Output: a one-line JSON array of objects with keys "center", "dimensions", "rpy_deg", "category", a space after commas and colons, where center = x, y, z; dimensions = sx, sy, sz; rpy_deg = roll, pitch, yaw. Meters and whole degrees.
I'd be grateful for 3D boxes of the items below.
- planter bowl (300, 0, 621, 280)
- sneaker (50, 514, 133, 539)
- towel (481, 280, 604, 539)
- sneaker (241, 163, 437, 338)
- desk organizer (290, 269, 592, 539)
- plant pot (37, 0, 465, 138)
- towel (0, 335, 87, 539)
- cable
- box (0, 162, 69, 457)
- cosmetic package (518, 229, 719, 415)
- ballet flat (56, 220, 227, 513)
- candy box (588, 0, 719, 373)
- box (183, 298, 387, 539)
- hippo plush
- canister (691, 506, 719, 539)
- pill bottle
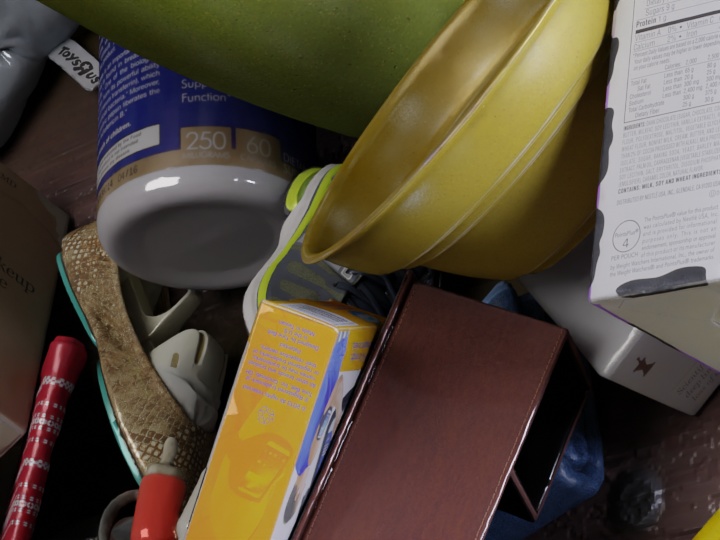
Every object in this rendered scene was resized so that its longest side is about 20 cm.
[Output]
[{"center": [0.068, -0.058, 1.125], "dimensions": [0.201, 0.083, 0.200], "rpy_deg": [-49, 10, 11], "category": "planter bowl"}, {"center": [-0.125, 0.155, 1.361], "dimensions": [0.200, 0.082, 0.077], "rpy_deg": [6, 77, 56], "category": "sneaker"}, {"center": [0.024, 0.096, 1.261], "dimensions": [0.200, 0.048, 0.112], "rpy_deg": [-33, 51, 32], "category": "towel"}, {"center": [0.000, 0.000, 1.279], "dimensions": [0.081, 0.074, 0.200], "rpy_deg": [-28, 29, 26], "category": "sneaker"}, {"center": [0.023, 0.111, 1.134], "dimensions": [0.077, 0.072, 0.201], "rpy_deg": [17, 72, 21], "category": "desk organizer"}, {"center": [-0.035, -0.154, 1.304], "dimensions": [0.187, 0.200, 0.188], "rpy_deg": [-39, 29, 27], "category": "plant pot"}, {"center": [-0.179, 0.141, 1.425], "dimensions": [0.145, 0.022, 0.201], "rpy_deg": [128, 155, -74], "category": "towel"}, {"center": [-0.095, 0.162, 1.237], "dimensions": [0.097, 0.050, 0.201], "rpy_deg": [9, 51, 15], "category": "cable"}, {"center": [-0.228, 0.023, 1.485], "dimensions": [0.078, 0.095, 0.200], "rpy_deg": [-40, 27, 27], "category": "box"}, {"center": [0.110, -0.036, 1.214], "dimensions": [0.102, 0.074, 0.200], "rpy_deg": [-52, 44, 15], "category": "cosmetic package"}, {"center": [-0.109, 0.039, 1.421], "dimensions": [0.065, 0.070, 0.200], "rpy_deg": [-35, 51, 12], "category": "ballet flat"}, {"center": [0.174, -0.058, 1.079], "dimensions": [0.071, 0.167, 0.201], "rpy_deg": [-11, 63, 40], "category": "candy box"}, {"center": [-0.041, 0.112, 1.145], "dimensions": [0.041, 0.119, 0.201], "rpy_deg": [17, 94, 13], "category": "box"}, {"center": [-0.258, -0.162, 1.599], "dimensions": [0.200, 0.160, 0.160], "rpy_deg": [26, 91, 50], "category": "hippo plush"}, {"center": [0.159, 0.174, 1.052], "dimensions": [0.200, 0.086, 0.149], "rpy_deg": [-52, 43, 14], "category": "canister"}, {"center": [-0.081, -0.101, 1.416], "dimensions": [0.115, 0.115, 0.201], "rpy_deg": [-26, 55, 37], "category": "pill bottle"}]
